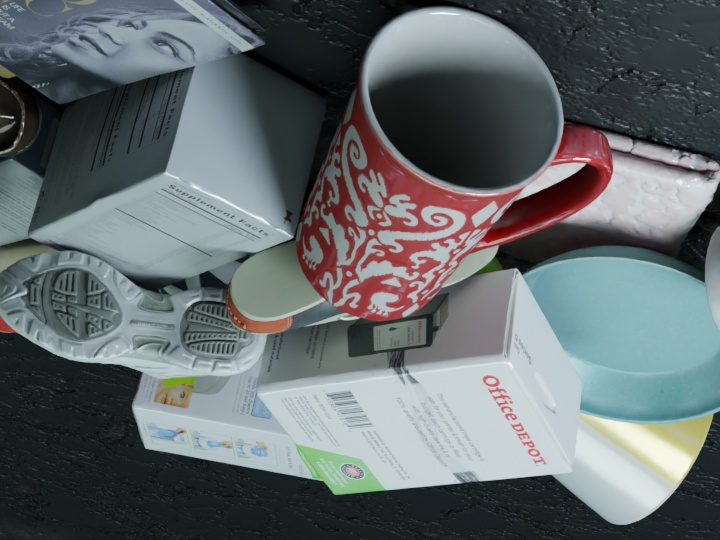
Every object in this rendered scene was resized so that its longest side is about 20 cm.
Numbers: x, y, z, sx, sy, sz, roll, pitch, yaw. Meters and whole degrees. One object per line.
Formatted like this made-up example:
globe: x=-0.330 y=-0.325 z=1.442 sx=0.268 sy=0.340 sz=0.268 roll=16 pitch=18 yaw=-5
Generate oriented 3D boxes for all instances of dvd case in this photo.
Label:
dvd case: x=-0.181 y=-0.167 z=1.429 sx=0.199 sy=0.016 sz=0.148 roll=-12 pitch=147 yaw=39

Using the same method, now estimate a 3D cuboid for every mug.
mug: x=0.052 y=-0.047 z=1.420 sx=0.177 sy=0.134 sz=0.200 roll=31 pitch=146 yaw=-1
mug: x=0.187 y=0.084 z=1.744 sx=0.153 sy=0.187 sz=0.149 roll=31 pitch=-175 yaw=-17

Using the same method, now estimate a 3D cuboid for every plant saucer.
plant saucer: x=0.194 y=0.040 z=1.601 sx=0.198 sy=0.036 sz=0.201 roll=9 pitch=143 yaw=7

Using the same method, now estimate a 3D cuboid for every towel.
towel: x=0.142 y=-0.047 z=1.557 sx=0.189 sy=0.032 sz=0.200 roll=14 pitch=158 yaw=-1

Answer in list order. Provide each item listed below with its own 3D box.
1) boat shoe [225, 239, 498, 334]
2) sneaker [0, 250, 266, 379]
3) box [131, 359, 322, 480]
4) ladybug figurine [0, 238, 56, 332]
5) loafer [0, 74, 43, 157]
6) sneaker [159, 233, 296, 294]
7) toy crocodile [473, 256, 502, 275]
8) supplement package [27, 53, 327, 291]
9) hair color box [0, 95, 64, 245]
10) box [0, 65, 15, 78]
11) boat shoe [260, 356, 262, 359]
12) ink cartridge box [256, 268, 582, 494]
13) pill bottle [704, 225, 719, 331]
boat shoe: x=0.000 y=0.000 z=1.549 sx=0.198 sy=0.072 sz=0.063 roll=-17 pitch=163 yaw=-12
sneaker: x=-0.173 y=0.045 z=1.607 sx=0.198 sy=0.079 sz=0.099 roll=16 pitch=162 yaw=-8
box: x=-0.087 y=0.106 z=1.926 sx=0.198 sy=0.113 sz=0.102 roll=11 pitch=156 yaw=6
ladybug figurine: x=-0.246 y=0.009 z=1.804 sx=0.199 sy=0.073 sz=0.135 roll=-9 pitch=172 yaw=34
loafer: x=-0.325 y=-0.123 z=1.557 sx=0.198 sy=0.074 sz=0.071 roll=15 pitch=-165 yaw=-4
sneaker: x=-0.085 y=-0.027 z=1.668 sx=0.199 sy=0.079 sz=0.130 roll=-41 pitch=88 yaw=30
toy crocodile: x=0.051 y=0.010 z=1.681 sx=0.067 sy=0.062 sz=0.200 roll=22 pitch=177 yaw=-16
supplement package: x=-0.130 y=-0.071 z=1.549 sx=0.113 sy=0.110 sz=0.199 roll=26 pitch=154 yaw=-29
hair color box: x=-0.283 y=-0.071 z=1.699 sx=0.199 sy=0.061 sz=0.099 roll=-12 pitch=146 yaw=44
box: x=-0.257 y=-0.198 z=1.445 sx=0.163 sy=0.021 sz=0.200 roll=-10 pitch=147 yaw=43
boat shoe: x=-0.066 y=0.031 z=1.793 sx=0.066 sy=0.074 sz=0.201 roll=17 pitch=150 yaw=9
ink cartridge box: x=0.046 y=0.085 z=1.606 sx=0.198 sy=0.085 sz=0.146 roll=-8 pitch=139 yaw=24
pill bottle: x=0.334 y=0.000 z=1.456 sx=0.199 sy=0.112 sz=0.111 roll=-4 pitch=151 yaw=36
